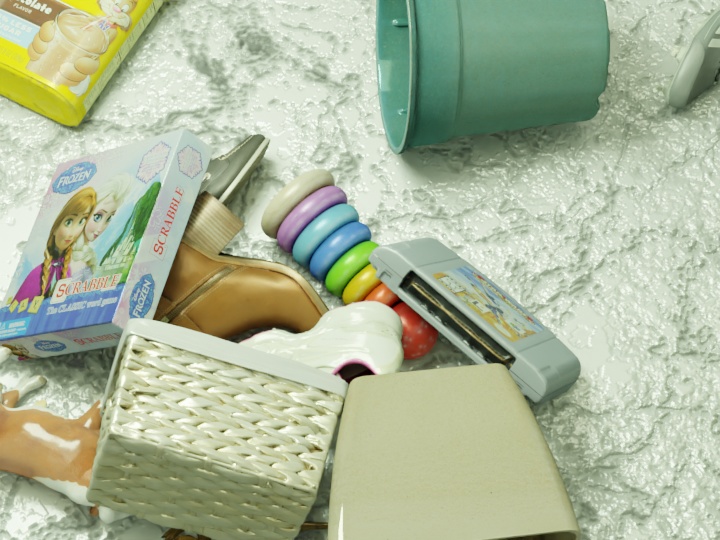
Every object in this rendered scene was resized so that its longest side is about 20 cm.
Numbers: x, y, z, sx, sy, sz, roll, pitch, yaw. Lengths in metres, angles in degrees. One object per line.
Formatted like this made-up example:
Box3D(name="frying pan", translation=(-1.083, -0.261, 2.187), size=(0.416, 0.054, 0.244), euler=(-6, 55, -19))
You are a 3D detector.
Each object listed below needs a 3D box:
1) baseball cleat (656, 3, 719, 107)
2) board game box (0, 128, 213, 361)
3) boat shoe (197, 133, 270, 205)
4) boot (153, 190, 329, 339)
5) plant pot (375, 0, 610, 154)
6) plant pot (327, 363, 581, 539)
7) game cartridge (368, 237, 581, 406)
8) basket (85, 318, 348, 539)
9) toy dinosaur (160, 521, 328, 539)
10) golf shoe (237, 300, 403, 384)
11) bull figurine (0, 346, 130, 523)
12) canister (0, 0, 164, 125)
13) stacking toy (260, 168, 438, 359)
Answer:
Box3D(name="baseball cleat", translation=(0.382, -0.226, 1.779), size=(0.106, 0.070, 0.200), euler=(31, 70, 15))
Box3D(name="board game box", translation=(-0.239, -0.021, 1.647), size=(0.200, 0.041, 0.200), euler=(-10, 54, 45))
Box3D(name="boat shoe", translation=(-0.162, -0.064, 1.715), size=(0.057, 0.067, 0.200), euler=(37, 72, 0))
Box3D(name="boot", translation=(-0.126, 0.045, 1.654), size=(0.200, 0.077, 0.155), euler=(42, 85, -14))
Box3D(name="plant pot", translation=(0.125, -0.213, 1.724), size=(0.196, 0.200, 0.200), euler=(-2, 64, -9))
Box3D(name="plant pot", translation=(0.066, 0.191, 1.525), size=(0.200, 0.200, 0.177), euler=(-6, 57, -2))
Box3D(name="game cartridge", translation=(0.107, 0.041, 1.627), size=(0.200, 0.133, 0.042), euler=(40, 112, 14))
Box3D(name="basket", translation=(-0.127, 0.146, 1.535), size=(0.200, 0.136, 0.123), euler=(18, 50, -6))
Box3D(name="toy dinosaur", translation=(-0.121, 0.260, 1.578), size=(0.106, 0.060, 0.200), euler=(47, 67, -12))
Box3D(name="golf shoe", translation=(-0.054, 0.096, 1.608), size=(0.200, 0.075, 0.092), euler=(-23, 45, 13))
Box3D(name="bull figurine", translation=(-0.273, 0.150, 1.621), size=(0.200, 0.065, 0.122), euler=(17, 59, 3))
Box3D(name="canister", translation=(-0.289, -0.258, 1.806), size=(0.148, 0.087, 0.200), euler=(26, 69, 14))
Box3D(name="stacking toy", translation=(0.000, 0.000, 1.681), size=(0.085, 0.085, 0.200), euler=(-39, 74, -16))
